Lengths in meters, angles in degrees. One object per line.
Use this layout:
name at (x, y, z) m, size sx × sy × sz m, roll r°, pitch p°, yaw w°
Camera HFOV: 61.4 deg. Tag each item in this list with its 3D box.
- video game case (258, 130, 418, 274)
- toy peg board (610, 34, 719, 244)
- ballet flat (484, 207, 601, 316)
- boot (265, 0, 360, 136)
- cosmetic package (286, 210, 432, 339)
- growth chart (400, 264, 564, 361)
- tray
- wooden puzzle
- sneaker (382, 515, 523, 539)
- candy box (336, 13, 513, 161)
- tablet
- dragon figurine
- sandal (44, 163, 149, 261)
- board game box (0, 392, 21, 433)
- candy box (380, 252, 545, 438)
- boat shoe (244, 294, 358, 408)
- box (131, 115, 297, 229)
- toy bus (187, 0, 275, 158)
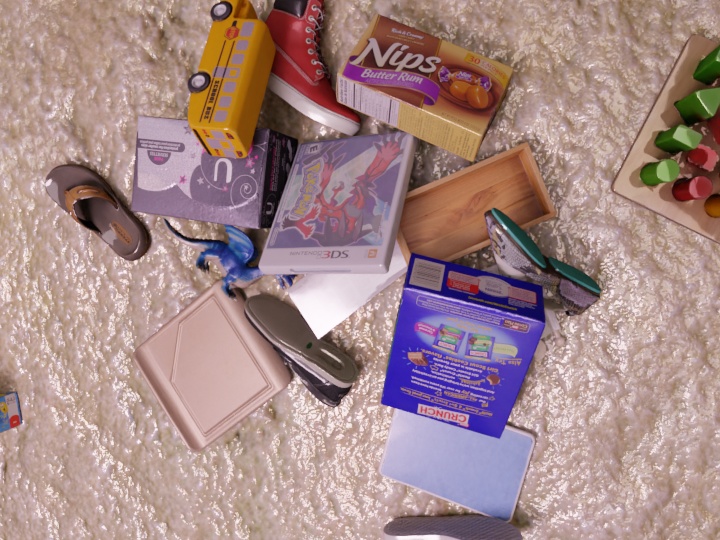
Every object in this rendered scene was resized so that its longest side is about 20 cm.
video game case at (-0.027, -0.088, 0.774) m, size 0.178 × 0.023 × 0.204 m, roll -1°, pitch 59°, yaw 27°
toy peg board at (0.430, -0.142, 0.691) m, size 0.196 × 0.098 × 0.204 m, roll 28°, pitch 101°, yaw 10°
ballet flat at (0.211, 0.002, 0.743) m, size 0.198 × 0.072 × 0.073 m, roll 31°, pitch 103°, yaw -22°
boot at (-0.057, -0.286, 0.816) m, size 0.198 × 0.072 × 0.146 m, roll 37°, pitch 101°, yaw 12°
cosmetic package at (0.000, 0.000, 0.835) m, size 0.198 × 0.051 × 0.083 m, roll -37°, pitch 88°, yaw 13°
growth chart at (0.163, 0.066, 0.817) m, size 0.195 × 0.018 × 0.149 m, roll -16°, pitch 91°, yaw 15°
tray at (0.138, -0.076, 0.773) m, size 0.196 × 0.037 × 0.101 m, roll -23°, pitch 86°, yaw -3°
wooden puzzle at (-0.223, 0.143, 0.915) m, size 0.198 × 0.037 × 0.187 m, roll -36°, pitch 86°, yaw 10°
sneaker at (0.129, 0.398, 0.823) m, size 0.195 × 0.075 × 0.108 m, roll -10°, pitch 90°, yaw 25°
candy box at (0.080, -0.234, 0.767) m, size 0.196 × 0.057 × 0.118 m, roll 27°, pitch 67°, yaw 9°
tablet at (0.131, 0.257, 0.845) m, size 0.195 × 0.014 × 0.134 m, roll 17°, pitch 98°, yaw 11°
dragon figurine at (-0.182, -0.027, 0.868) m, size 0.199 × 0.059 × 0.100 m, roll 42°, pitch 85°, yaw 5°
sandal at (-0.409, -0.089, 0.927) m, size 0.200 × 0.055 × 0.082 m, roll 44°, pitch 103°, yaw 6°
board game box at (-0.689, 0.254, 0.956) m, size 0.194 × 0.196 × 0.058 m, roll -9°, pitch 93°, yaw 14°
candy box at (0.120, 0.097, 0.753) m, size 0.164 × 0.078 × 0.204 m, roll 14°, pitch 127°, yaw 6°
boat shoe at (-0.095, 0.113, 0.862) m, size 0.199 × 0.072 × 0.068 m, roll 39°, pitch 128°, yaw 13°
box at (-0.200, -0.135, 0.840) m, size 0.194 × 0.115 × 0.136 m, roll 9°, pitch 97°, yaw 13°
toy bus at (-0.159, -0.247, 0.761) m, size 0.076 × 0.065 × 0.205 m, roll 6°, pitch 69°, yaw 13°
